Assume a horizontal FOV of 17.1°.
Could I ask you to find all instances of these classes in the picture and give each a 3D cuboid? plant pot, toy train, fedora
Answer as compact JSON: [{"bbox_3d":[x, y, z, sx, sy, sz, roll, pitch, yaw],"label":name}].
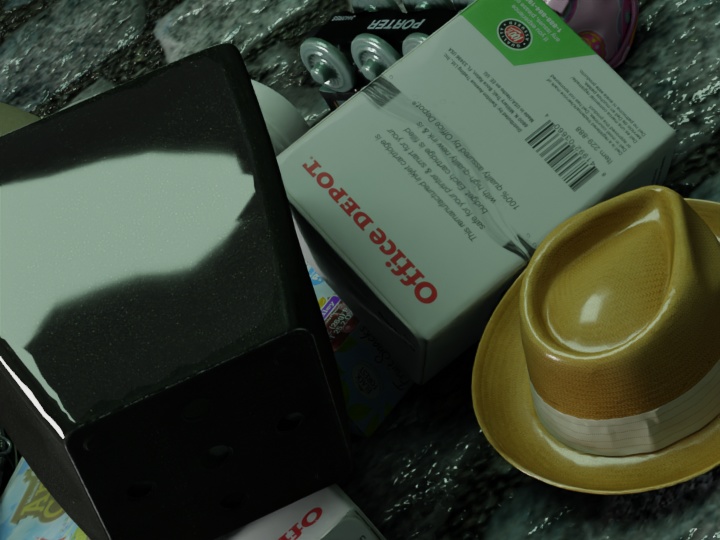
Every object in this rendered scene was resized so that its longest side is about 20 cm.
[{"bbox_3d":[-0.106,0.035,1.265,0.199,0.200,0.178,-24,50,-8],"label":"plant pot"},{"bbox_3d":[0.046,-0.131,1.599,0.200,0.114,0.085,5,47,50],"label":"toy train"},{"bbox_3d":[0.142,0.021,1.264,0.200,0.082,0.201,-12,47,13],"label":"fedora"}]

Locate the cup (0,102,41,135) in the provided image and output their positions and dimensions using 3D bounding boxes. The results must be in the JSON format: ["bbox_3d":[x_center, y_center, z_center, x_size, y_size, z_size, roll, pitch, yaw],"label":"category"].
[{"bbox_3d":[-0.290,-0.051,1.837,0.200,0.143,0.200,-28,30,18],"label":"cup"}]

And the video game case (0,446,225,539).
[{"bbox_3d":[-0.135,0.102,1.402,0.182,0.022,0.200,-17,34,36],"label":"video game case"}]

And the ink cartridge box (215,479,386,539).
[{"bbox_3d":[-0.070,0.167,1.342,0.146,0.083,0.200,-41,29,-5],"label":"ink cartridge box"}]

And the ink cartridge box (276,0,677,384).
[{"bbox_3d":[0.062,-0.054,1.406,0.200,0.146,0.084,-38,-17,-15],"label":"ink cartridge box"}]

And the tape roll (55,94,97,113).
[{"bbox_3d":[-0.210,-0.031,1.683,0.037,0.203,0.203,34,71,19],"label":"tape roll"}]

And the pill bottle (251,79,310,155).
[{"bbox_3d":[-0.119,-0.036,1.654,0.111,0.111,0.200,2,49,50],"label":"pill bottle"}]

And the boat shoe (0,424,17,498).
[{"bbox_3d":[-0.247,0.119,1.439,0.200,0.074,0.062,-75,3,-67],"label":"boat shoe"}]

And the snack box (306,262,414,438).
[{"bbox_3d":[0.000,0.000,1.514,0.200,0.068,0.169,-49,31,-19],"label":"snack box"}]

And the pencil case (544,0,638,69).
[{"bbox_3d":[0.108,-0.188,1.638,0.087,0.087,0.200,-44,31,-9],"label":"pencil case"}]
